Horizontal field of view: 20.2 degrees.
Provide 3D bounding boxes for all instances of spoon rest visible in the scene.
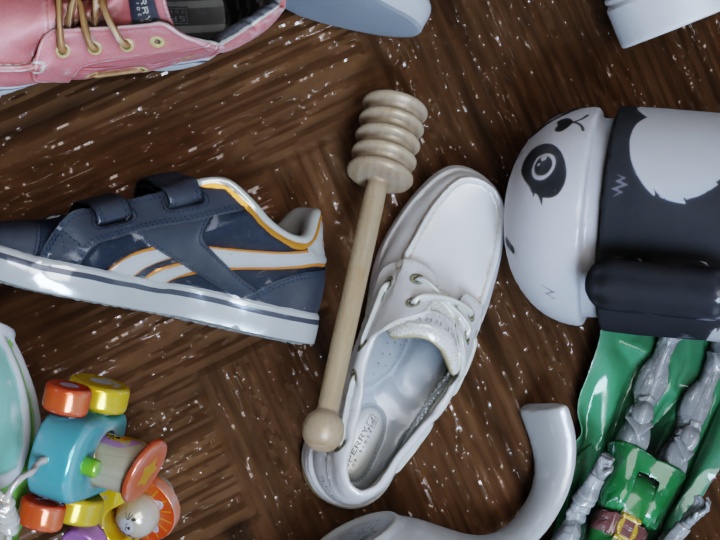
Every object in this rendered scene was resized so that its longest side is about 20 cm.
[{"bbox_3d":[0.042,0.144,1.086,0.199,0.099,0.061,-32,103,-28],"label":"spoon rest"}]

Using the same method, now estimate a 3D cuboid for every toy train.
[{"bbox_3d":[-0.130,0.142,0.988,0.055,0.201,0.151,15,57,13],"label":"toy train"}]

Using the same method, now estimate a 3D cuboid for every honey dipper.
[{"bbox_3d":[0.000,0.000,1.074,0.038,0.038,0.202,19,67,-16],"label":"honey dipper"}]

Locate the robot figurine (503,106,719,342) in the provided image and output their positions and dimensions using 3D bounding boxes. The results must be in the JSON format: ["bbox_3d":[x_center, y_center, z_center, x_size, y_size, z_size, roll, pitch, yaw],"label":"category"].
[{"bbox_3d":[0.176,-0.026,1.089,0.198,0.150,0.126,5,80,12],"label":"robot figurine"}]

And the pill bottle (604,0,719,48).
[{"bbox_3d":[0.148,-0.232,1.119,0.111,0.111,0.202,-22,95,-17],"label":"pill bottle"}]

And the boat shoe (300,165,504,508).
[{"bbox_3d":[0.034,0.036,1.093,0.070,0.069,0.202,25,80,-13],"label":"boat shoe"}]

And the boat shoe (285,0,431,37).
[{"bbox_3d":[-0.047,-0.196,1.082,0.200,0.075,0.087,21,78,-6],"label":"boat shoe"}]

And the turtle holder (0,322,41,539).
[{"bbox_3d":[-0.241,0.073,0.970,0.184,0.141,0.133,18,84,-4],"label":"turtle holder"}]

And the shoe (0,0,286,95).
[{"bbox_3d":[-0.134,-0.131,1.005,0.199,0.091,0.072,-8,87,-37],"label":"shoe"}]

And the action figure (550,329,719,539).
[{"bbox_3d":[0.154,0.123,1.137,0.117,0.055,0.202,26,80,-9],"label":"action figure"}]

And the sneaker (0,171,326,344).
[{"bbox_3d":[-0.109,-0.015,1.046,0.198,0.078,0.080,11,90,-28],"label":"sneaker"}]
